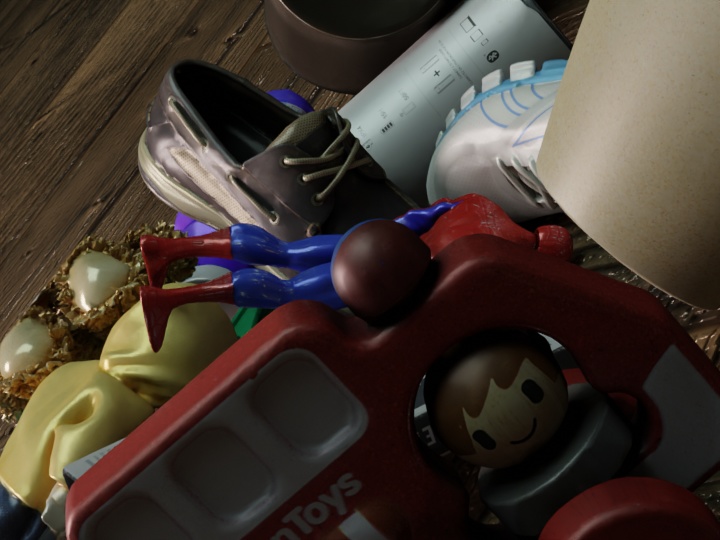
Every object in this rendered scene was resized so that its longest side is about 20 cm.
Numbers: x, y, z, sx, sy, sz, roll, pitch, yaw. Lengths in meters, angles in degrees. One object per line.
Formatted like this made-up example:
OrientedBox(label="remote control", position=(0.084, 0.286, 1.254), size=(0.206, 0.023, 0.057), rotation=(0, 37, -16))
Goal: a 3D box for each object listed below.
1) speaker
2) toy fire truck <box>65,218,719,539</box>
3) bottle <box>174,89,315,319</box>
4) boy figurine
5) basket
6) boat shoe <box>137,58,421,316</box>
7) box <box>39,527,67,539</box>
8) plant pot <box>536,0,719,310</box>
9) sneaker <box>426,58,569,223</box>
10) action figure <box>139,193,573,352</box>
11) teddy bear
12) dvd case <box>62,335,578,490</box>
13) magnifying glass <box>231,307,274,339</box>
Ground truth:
OrientedBox(label="speaker", position=(0.027, -0.069, 1.042), size=(0.200, 0.081, 0.081), rotation=(-41, 20, 10))
OrientedBox(label="toy fire truck", position=(0.022, 0.073, 0.649), size=(0.200, 0.168, 0.112), rotation=(-41, 21, 10))
OrientedBox(label="bottle", position=(-0.072, -0.033, 1.182), size=(0.083, 0.065, 0.200), rotation=(-27, 26, 27))
OrientedBox(label="boy figurine", position=(-0.139, 0.088, 0.934), size=(0.200, 0.064, 0.124), rotation=(-46, 17, -9))
OrientedBox(label="basket", position=(0.010, -0.181, 1.112), size=(0.180, 0.136, 0.200), rotation=(-33, -1, 8))
OrientedBox(label="boat shoe", position=(-0.032, -0.042, 0.964), size=(0.074, 0.199, 0.074), rotation=(-45, -27, -39))
OrientedBox(label="box", position=(-0.134, 0.122, 1.024), size=(0.082, 0.049, 0.200), rotation=(-47, 20, -7))
OrientedBox(label="plant pot", position=(0.160, -0.091, 0.725), size=(0.200, 0.187, 0.188), rotation=(-52, 17, 18))
OrientedBox(label="sneaker", position=(0.102, -0.056, 0.892), size=(0.199, 0.075, 0.087), rotation=(-27, 32, 39))
OrientedBox(label="action figure", position=(0.000, 0.000, 0.893), size=(0.198, 0.052, 0.066), rotation=(-8, 35, 2))
OrientedBox(label="teddy bear", position=(-0.147, 0.028, 1.055), size=(0.145, 0.067, 0.200), rotation=(-51, 6, -15))
OrientedBox(label="dvd case", position=(-0.017, 0.067, 0.829), size=(0.199, 0.025, 0.150), rotation=(-25, 14, -19))
OrientedBox(label="magnifying glass", position=(-0.065, 0.047, 1.045), size=(0.200, 0.022, 0.080), rotation=(-17, 67, 61))
